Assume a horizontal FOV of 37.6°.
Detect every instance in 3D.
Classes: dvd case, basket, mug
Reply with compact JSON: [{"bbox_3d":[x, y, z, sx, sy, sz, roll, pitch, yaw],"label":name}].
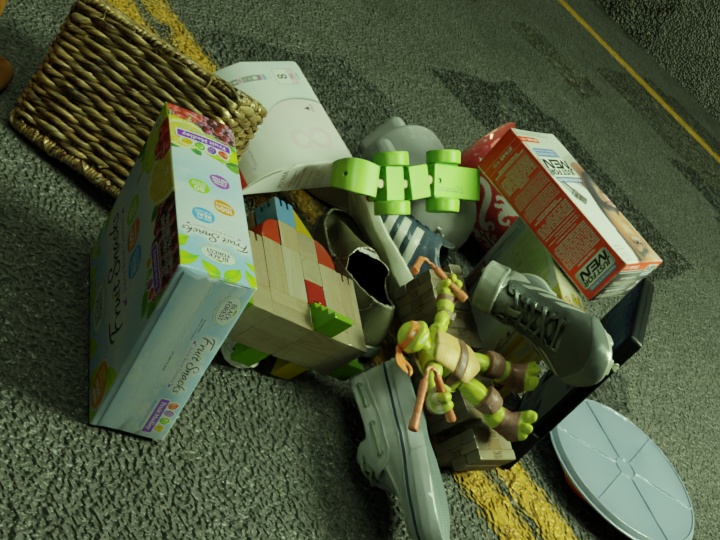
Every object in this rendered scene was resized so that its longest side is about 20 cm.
[{"bbox_3d":[0.219,0.104,1.070,0.017,0.200,0.143,40,30,0],"label":"dvd case"},{"bbox_3d":[-0.211,-0.150,1.032,0.199,0.150,0.143,32,5,3],"label":"basket"},{"bbox_3d":[0.209,-0.072,1.371,0.201,0.133,0.177,55,24,8],"label":"mug"}]

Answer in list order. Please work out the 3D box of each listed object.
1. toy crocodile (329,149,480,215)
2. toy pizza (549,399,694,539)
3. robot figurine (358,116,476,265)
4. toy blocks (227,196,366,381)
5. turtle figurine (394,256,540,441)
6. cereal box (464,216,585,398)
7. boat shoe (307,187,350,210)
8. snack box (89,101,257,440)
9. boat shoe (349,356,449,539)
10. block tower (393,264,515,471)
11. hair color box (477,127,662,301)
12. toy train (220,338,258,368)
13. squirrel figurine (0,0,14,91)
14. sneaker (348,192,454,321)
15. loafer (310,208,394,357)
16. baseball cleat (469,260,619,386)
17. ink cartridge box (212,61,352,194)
[{"bbox_3d":[0.055,-0.094,1.134,0.198,0.061,0.069,-5,94,-40],"label":"toy crocodile"},{"bbox_3d":[0.279,0.224,1.149,0.198,0.032,0.201,28,30,-18],"label":"toy pizza"},{"bbox_3d":[0.067,-0.093,1.262,0.169,0.112,0.201,35,22,-51],"label":"robot figurine"},{"bbox_3d":[-0.071,0.004,0.932,0.199,0.099,0.138,26,42,-47],"label":"toy blocks"},{"bbox_3d":[0.086,0.093,0.947,0.160,0.064,0.202,33,37,-23],"label":"turtle figurine"},{"bbox_3d":[0.179,0.028,1.192,0.039,0.144,0.201,29,31,-18],"label":"cereal box"},{"bbox_3d":[-0.069,-0.147,1.231,0.199,0.067,0.057,34,33,-2],"label":"boat shoe"},{"bbox_3d":[-0.153,-0.002,0.822,0.067,0.169,0.201,18,35,-26],"label":"snack box"},{"bbox_3d":[0.030,0.162,0.916,0.201,0.066,0.074,-100,169,-54],"label":"boat shoe"},{"bbox_3d":[0.088,0.095,1.031,0.057,0.054,0.203,9,58,-43],"label":"block tower"},{"bbox_3d":[0.231,-0.064,1.168,0.110,0.064,0.201,-4,53,-55],"label":"hair color box"},{"bbox_3d":[-0.101,0.001,0.996,0.150,0.056,0.200,38,28,-2],"label":"toy train"},{"bbox_3d":[-0.361,-0.241,0.898,0.141,0.187,0.201,34,29,-8],"label":"squirrel figurine"},{"bbox_3d":[0.052,-0.034,1.164,0.083,0.075,0.202,-20,72,-15],"label":"sneaker"},{"bbox_3d":[0.000,0.000,1.099,0.074,0.070,0.201,19,35,-32],"label":"loafer"},{"bbox_3d":[0.162,0.050,1.009,0.105,0.071,0.200,18,11,-19],"label":"baseball cleat"},{"bbox_3d":[-0.127,-0.153,1.125,0.198,0.057,0.164,-6,53,-35],"label":"ink cartridge box"}]
